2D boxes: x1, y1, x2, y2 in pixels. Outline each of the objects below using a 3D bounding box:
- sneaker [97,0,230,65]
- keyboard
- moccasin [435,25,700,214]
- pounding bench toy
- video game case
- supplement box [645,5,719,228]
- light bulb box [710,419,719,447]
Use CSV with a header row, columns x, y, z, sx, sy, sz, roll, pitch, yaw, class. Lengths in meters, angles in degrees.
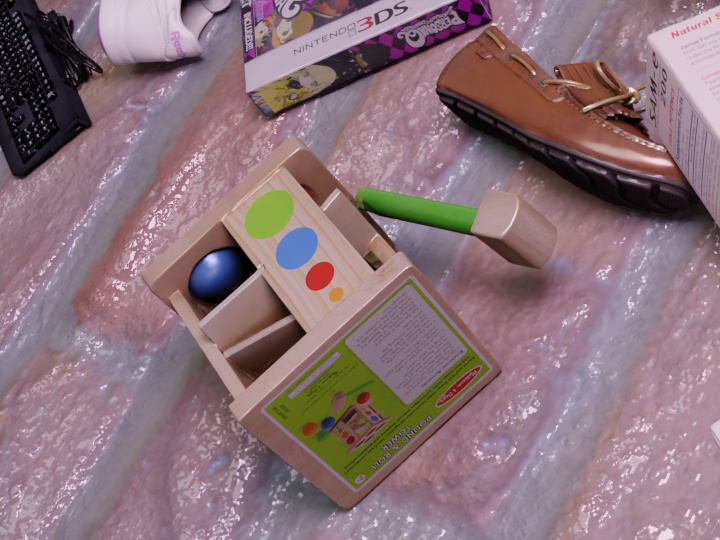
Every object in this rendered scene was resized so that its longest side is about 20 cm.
x,y,z,sx,sy,sz,roll,pitch,yaw,class
-0.133,-0.244,1.195,0.099,0.075,0.202,5,68,19,sneaker
-0.273,-0.170,1.246,0.104,0.040,0.201,-38,49,7,keyboard
0.132,-0.095,0.920,0.078,0.073,0.201,-55,41,1,moccasin
0.000,0.000,0.903,0.200,0.124,0.156,-42,47,2,pounding bench toy
-0.004,-0.225,1.111,0.180,0.036,0.201,-20,52,19,video game case
0.244,-0.054,0.780,0.125,0.074,0.201,-22,56,-5,supplement box
0.277,0.095,0.614,0.199,0.198,0.125,-34,47,8,light bulb box
